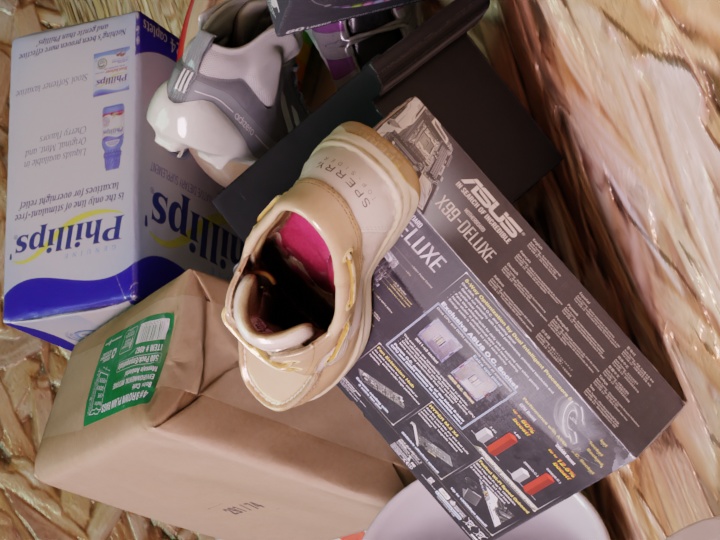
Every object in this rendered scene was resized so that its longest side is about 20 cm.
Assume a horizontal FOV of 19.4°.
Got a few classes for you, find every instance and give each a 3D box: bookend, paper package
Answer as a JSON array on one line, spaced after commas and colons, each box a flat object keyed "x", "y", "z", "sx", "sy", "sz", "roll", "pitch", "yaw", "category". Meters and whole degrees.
[{"x": 0.048, "y": -0.017, "z": 1.127, "sx": 0.199, "sy": 0.092, "sz": 0.200, "roll": 52, "pitch": 147, "yaw": -1, "category": "bookend"}, {"x": -0.075, "y": 0.094, "z": 1.293, "sx": 0.200, "sy": 0.190, "sz": 0.104, "roll": -26, "pitch": 49, "yaw": 59, "category": "paper package"}]

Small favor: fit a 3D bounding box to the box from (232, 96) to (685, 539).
[{"x": 0.043, "y": 0.031, "z": 1.052, "sx": 0.200, "sy": 0.050, "sz": 0.158, "roll": 48, "pitch": 145, "yaw": 1, "category": "box"}]

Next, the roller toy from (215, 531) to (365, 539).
[{"x": -0.006, "y": 0.210, "z": 1.478, "sx": 0.200, "sy": 0.140, "sz": 0.183, "roll": -41, "pitch": 81, "yaw": 32, "category": "roller toy"}]

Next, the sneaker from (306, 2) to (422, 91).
[{"x": 0.026, "y": -0.101, "z": 1.236, "sx": 0.200, "sy": 0.078, "sz": 0.140, "roll": 70, "pitch": 173, "yaw": -45, "category": "sneaker"}]

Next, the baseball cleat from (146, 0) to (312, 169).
[{"x": -0.049, "y": -0.104, "z": 1.237, "sx": 0.070, "sy": 0.107, "sz": 0.200, "roll": 31, "pitch": -169, "yaw": 17, "category": "baseball cleat"}]

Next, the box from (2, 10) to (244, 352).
[{"x": -0.144, "y": -0.043, "z": 1.410, "sx": 0.184, "sy": 0.105, "sz": 0.200, "roll": 30, "pitch": -125, "yaw": -59, "category": "box"}]

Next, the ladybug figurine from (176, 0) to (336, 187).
[{"x": -0.063, "y": -0.143, "z": 1.370, "sx": 0.072, "sy": 0.136, "sz": 0.200, "roll": 1, "pitch": 69, "yaw": 49, "category": "ladybug figurine"}]

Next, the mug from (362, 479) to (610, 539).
[{"x": 0.088, "y": 0.195, "z": 1.229, "sx": 0.175, "sy": 0.147, "sz": 0.200, "roll": 71, "pitch": -154, "yaw": -51, "category": "mug"}]

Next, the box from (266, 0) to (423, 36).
[{"x": 0.011, "y": -0.198, "z": 1.002, "sx": 0.200, "sy": 0.122, "sz": 0.106, "roll": 127, "pitch": 126, "yaw": -78, "category": "box"}]

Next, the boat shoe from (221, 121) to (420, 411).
[{"x": -0.033, "y": 0.011, "z": 1.010, "sx": 0.074, "sy": 0.069, "sz": 0.200, "roll": 38, "pitch": 143, "yaw": 14, "category": "boat shoe"}]

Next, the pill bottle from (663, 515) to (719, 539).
[{"x": 0.156, "y": 0.197, "z": 0.884, "sx": 0.200, "sy": 0.116, "sz": 0.116, "roll": 84, "pitch": 165, "yaw": -48, "category": "pill bottle"}]
